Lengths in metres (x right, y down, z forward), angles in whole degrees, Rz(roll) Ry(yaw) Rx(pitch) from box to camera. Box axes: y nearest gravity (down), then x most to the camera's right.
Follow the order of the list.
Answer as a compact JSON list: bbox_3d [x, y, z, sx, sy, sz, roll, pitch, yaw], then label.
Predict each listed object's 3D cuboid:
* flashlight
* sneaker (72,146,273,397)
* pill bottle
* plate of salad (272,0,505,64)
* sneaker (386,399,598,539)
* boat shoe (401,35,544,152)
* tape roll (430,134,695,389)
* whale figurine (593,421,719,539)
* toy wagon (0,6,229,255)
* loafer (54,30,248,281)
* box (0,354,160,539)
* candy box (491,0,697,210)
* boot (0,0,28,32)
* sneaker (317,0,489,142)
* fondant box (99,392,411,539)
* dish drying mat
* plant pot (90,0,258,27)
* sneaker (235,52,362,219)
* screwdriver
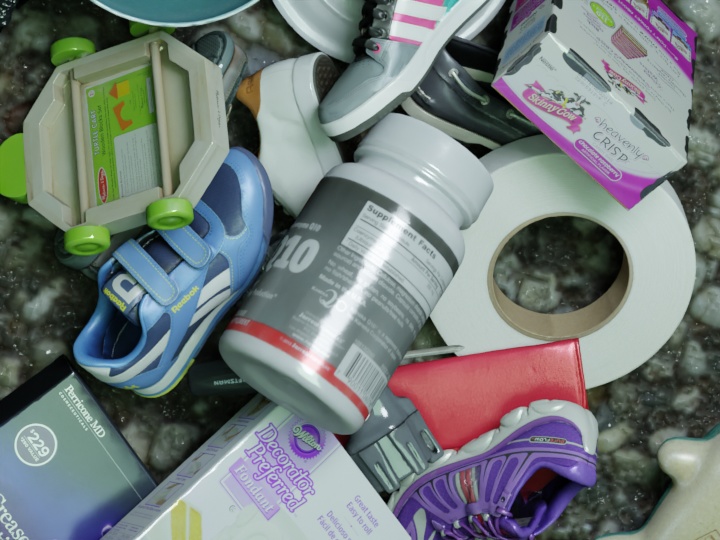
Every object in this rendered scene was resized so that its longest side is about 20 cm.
[{"bbox_3d":[-0.026,0.070,1.654,0.068,0.068,0.201,-35,96,-48],"label":"flashlight"},{"bbox_3d":[-0.131,0.002,1.601,0.082,0.074,0.201,12,113,-49],"label":"sneaker"},{"bbox_3d":[0.000,0.000,1.563,0.114,0.114,0.201,36,74,-15],"label":"pill bottle"},{"bbox_3d":[0.021,-0.245,1.645,0.199,0.048,0.202,-3,106,-11],"label":"plate of salad"},{"bbox_3d":[0.092,0.169,1.666,0.080,0.084,0.200,29,129,-29],"label":"sneaker"},{"bbox_3d":[0.128,-0.119,1.664,0.199,0.073,0.063,16,132,-17],"label":"boat shoe"},{"bbox_3d":[0.144,-0.003,1.674,0.201,0.037,0.204,-1,119,-2],"label":"tape roll"},{"bbox_3d":[0.274,0.186,1.751,0.199,0.104,0.159,-33,105,18],"label":"whale figurine"},{"bbox_3d":[-0.184,-0.089,1.592,0.199,0.040,0.156,-16,68,25],"label":"toy wagon"},{"bbox_3d":[-0.139,-0.077,1.633,0.063,0.072,0.200,34,96,-34],"label":"loafer"},{"bbox_3d":[-0.207,0.185,1.641,0.141,0.079,0.201,-37,104,-8],"label":"box"},{"bbox_3d":[0.169,-0.149,1.618,0.136,0.200,0.061,41,119,-14],"label":"candy box"},{"bbox_3d":[-0.323,-0.202,1.561,0.200,0.076,0.168,-43,100,-10],"label":"boot"},{"bbox_3d":[0.014,-0.196,1.579,0.121,0.084,0.200,45,77,-21],"label":"sneaker"},{"bbox_3d":[-0.082,0.200,1.610,0.200,0.058,0.145,-43,106,-22],"label":"fondant box"},{"bbox_3d":[0.068,0.102,1.691,0.199,0.018,0.077,-9,99,6],"label":"dish drying mat"},{"bbox_3d":[-0.132,-0.268,1.563,0.199,0.135,0.202,-1,97,-9],"label":"plant pot"},{"bbox_3d":[-0.034,-0.059,1.662,0.084,0.073,0.201,-10,111,24],"label":"sneaker"},{"bbox_3d":[-0.025,0.070,1.612,0.198,0.028,0.029,-3,76,10],"label":"screwdriver"}]
